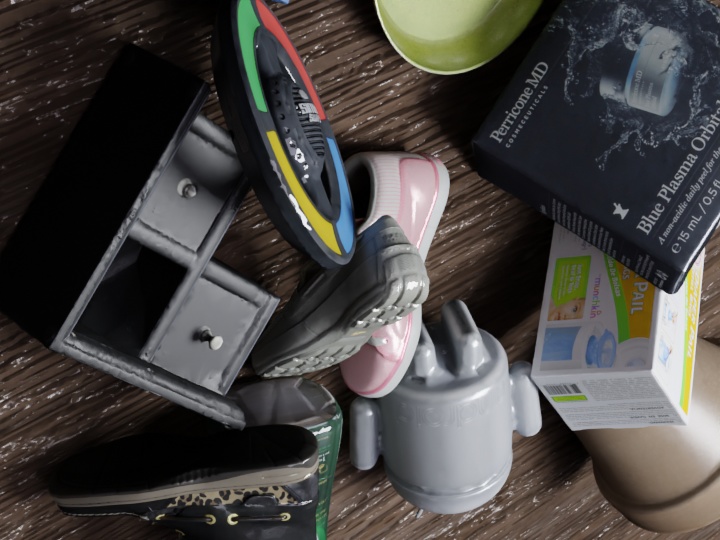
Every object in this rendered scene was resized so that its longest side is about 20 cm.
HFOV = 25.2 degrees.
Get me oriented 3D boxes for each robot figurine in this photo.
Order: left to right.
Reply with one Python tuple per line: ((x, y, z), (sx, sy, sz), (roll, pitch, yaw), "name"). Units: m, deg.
((0.071, 0.124, 1.367), (0.169, 0.113, 0.201), (-10, 123, -4), "robot figurine")

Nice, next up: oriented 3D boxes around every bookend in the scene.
((-0.122, -0.017, 1.122), (0.200, 0.092, 0.199), (32, 88, -49), "bookend")

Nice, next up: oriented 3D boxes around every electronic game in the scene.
((-0.048, -0.096, 1.095), (0.041, 0.201, 0.200), (-20, 136, 13), "electronic game")

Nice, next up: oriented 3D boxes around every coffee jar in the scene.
((-0.072, 0.189, 1.282), (0.104, 0.085, 0.201), (-10, 120, -25), "coffee jar")

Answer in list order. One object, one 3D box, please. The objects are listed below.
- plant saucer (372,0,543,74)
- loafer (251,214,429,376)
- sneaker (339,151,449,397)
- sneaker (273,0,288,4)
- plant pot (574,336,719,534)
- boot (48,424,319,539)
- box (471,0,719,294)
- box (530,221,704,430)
((0.077, -0.251, 1.228), (0.199, 0.031, 0.201), (-22, 126, -33), "plant saucer")
((-0.021, 0.025, 1.208), (0.070, 0.070, 0.200), (-1, 156, -41), "loafer")
((0.000, 0.000, 1.259), (0.104, 0.075, 0.201), (7, 100, -49), "sneaker")
((-0.106, -0.246, 1.009), (0.200, 0.070, 0.078), (32, 88, -33), "sneaker")
((0.273, 0.121, 1.520), (0.175, 0.200, 0.201), (41, 82, -30), "plant pot")
((-0.119, 0.195, 1.191), (0.199, 0.073, 0.151), (-9, 119, 1), "boot")
((0.224, -0.120, 1.296), (0.197, 0.200, 0.117), (-57, 169, -4), "box")
((0.228, 0.026, 1.401), (0.101, 0.112, 0.201), (49, 44, -48), "box")
